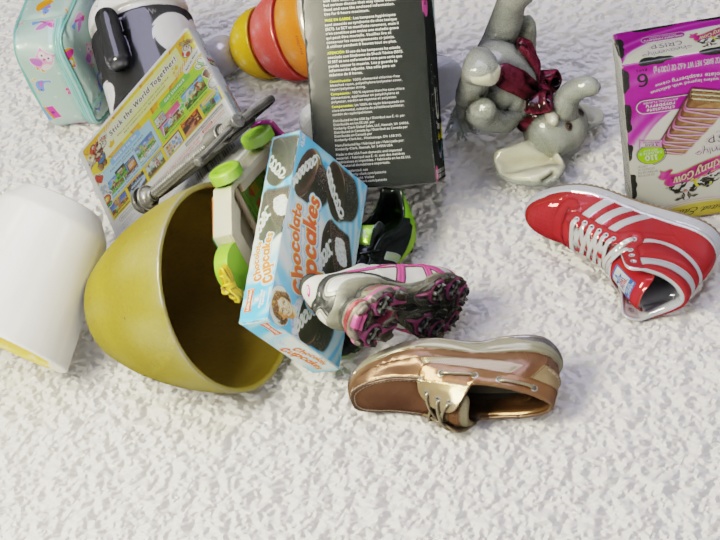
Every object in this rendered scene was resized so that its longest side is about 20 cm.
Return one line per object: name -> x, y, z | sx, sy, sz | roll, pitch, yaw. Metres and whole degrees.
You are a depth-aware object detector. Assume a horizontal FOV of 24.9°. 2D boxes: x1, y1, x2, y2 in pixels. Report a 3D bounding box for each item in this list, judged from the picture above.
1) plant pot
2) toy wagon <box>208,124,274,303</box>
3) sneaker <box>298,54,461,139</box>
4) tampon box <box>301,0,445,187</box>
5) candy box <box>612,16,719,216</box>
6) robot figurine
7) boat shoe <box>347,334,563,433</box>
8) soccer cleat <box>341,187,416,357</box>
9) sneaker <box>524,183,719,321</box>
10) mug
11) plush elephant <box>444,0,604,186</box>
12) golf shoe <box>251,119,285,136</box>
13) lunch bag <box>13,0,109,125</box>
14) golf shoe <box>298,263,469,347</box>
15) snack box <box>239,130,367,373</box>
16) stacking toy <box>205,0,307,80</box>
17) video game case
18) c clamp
plant pot -> -0.181, 0.027, 1.567 | 0.142, 0.200, 0.200 | -11, 37, 32
toy wagon -> -0.094, -0.038, 1.552 | 0.040, 0.155, 0.200 | -11, 28, 34
sneaker -> 0.007, -0.209, 1.854 | 0.200, 0.075, 0.115 | -22, 41, -17
tampon box -> 0.017, -0.189, 1.695 | 0.126, 0.200, 0.150 | -3, 6, 7
candy box -> 0.325, -0.146, 1.606 | 0.136, 0.200, 0.061 | -9, 41, 5
robot figurine -> -0.238, -0.239, 1.870 | 0.125, 0.150, 0.200 | -13, 72, -15
boat shoe -> 0.084, 0.107, 1.481 | 0.200, 0.076, 0.072 | -9, 49, 13
soccer cleat -> 0.000, 0.000, 1.612 | 0.067, 0.081, 0.200 | 8, 47, 22
sneaker -> 0.239, -0.018, 1.583 | 0.200, 0.071, 0.113 | 14, 44, 23
mug -> -0.338, -0.003, 1.611 | 0.186, 0.149, 0.153 | 14, 76, 41
plush elephant -> 0.183, -0.181, 1.727 | 0.155, 0.200, 0.165 | 24, 50, 4
golf shoe -> -0.079, -0.082, 1.718 | 0.075, 0.092, 0.200 | -22, 43, -13
lunch bag -> -0.337, -0.279, 1.952 | 0.077, 0.161, 0.200 | -4, 48, 17
golf shoe -> 0.028, 0.020, 1.528 | 0.092, 0.073, 0.200 | 32, 18, 32
snack box -> -0.051, -0.017, 1.539 | 0.037, 0.116, 0.200 | -11, 58, 34
stacking toy -> -0.106, -0.276, 1.931 | 0.200, 0.146, 0.146 | -9, 39, 27
video game case -> -0.204, -0.125, 1.717 | 0.200, 0.023, 0.182 | -45, 55, 24
c clamp -> -0.158, -0.109, 1.555 | 0.200, 0.027, 0.171 | -34, 9, 48
